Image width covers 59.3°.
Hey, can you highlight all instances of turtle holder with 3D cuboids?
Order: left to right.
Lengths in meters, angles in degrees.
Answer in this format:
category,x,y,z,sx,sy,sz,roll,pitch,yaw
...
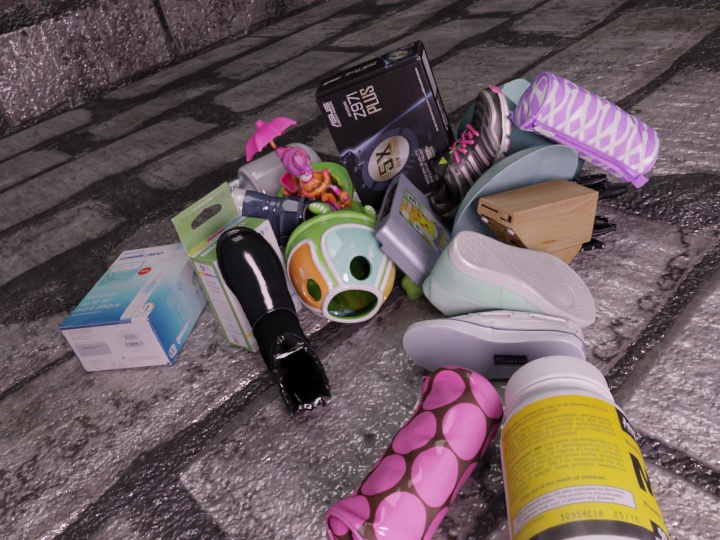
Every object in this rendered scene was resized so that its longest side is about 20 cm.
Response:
category,x,y,z,sx,sy,sz,roll,pitch,yaw
turtle holder,-0.010,0.006,0.849,0.141,0.185,0.133,-42,41,22

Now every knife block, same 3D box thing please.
category,x,y,z,sx,sy,sz,roll,pitch,yaw
knife block,0.259,-0.085,0.815,0.176,0.200,0.064,-53,41,-3

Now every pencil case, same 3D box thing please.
category,x,y,z,sx,sy,sz,roll,pitch,yaw
pencil case,0.047,0.180,0.575,0.093,0.092,0.200,20,48,32
pencil case,0.301,-0.188,0.844,0.198,0.084,0.086,20,54,-13

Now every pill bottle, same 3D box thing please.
category,x,y,z,sx,sy,sz,roll,pitch,yaw
pill bottle,0.171,0.170,0.507,0.113,0.115,0.201,-8,33,12

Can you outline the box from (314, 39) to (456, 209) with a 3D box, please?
category,x,y,z,sx,sy,sz,roll,pitch,yaw
box,0.048,-0.212,0.950,0.162,0.202,0.087,-15,30,18

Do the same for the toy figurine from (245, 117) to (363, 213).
category,x,y,z,sx,sy,sz,roll,pitch,yaw
toy figurine,-0.096,-0.148,0.973,0.150,0.184,0.200,-46,53,-6

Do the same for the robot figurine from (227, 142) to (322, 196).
category,x,y,z,sx,sy,sz,roll,pitch,yaw
robot figurine,-0.147,-0.162,1.166,0.199,0.114,0.170,-30,51,-21

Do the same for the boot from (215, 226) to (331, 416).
category,x,y,z,sx,sy,sz,roll,pitch,yaw
boot,-0.101,0.058,0.734,0.073,0.200,0.163,-24,26,-8

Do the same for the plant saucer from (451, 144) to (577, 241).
category,x,y,z,sx,sy,sz,roll,pitch,yaw
plant saucer,0.196,-0.102,0.846,0.199,0.202,0.039,-25,62,-15

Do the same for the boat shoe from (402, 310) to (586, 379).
category,x,y,z,sx,sy,sz,roll,pitch,yaw
boat shoe,0.149,0.080,0.712,0.197,0.074,0.066,6,32,15

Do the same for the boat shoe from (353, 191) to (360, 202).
category,x,y,z,sx,sy,sz,roll,pitch,yaw
boat shoe,0.043,-0.154,1.111,0.198,0.070,0.071,-27,35,-16

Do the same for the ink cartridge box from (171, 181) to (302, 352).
category,x,y,z,sx,sy,sz,roll,pitch,yaw
ink cartridge box,-0.158,-0.004,0.842,0.059,0.202,0.104,9,39,38

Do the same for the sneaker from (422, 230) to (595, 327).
category,x,y,z,sx,sy,sz,roll,pitch,yaw
sneaker,0.173,0.028,0.757,0.198,0.118,0.074,23,55,-11

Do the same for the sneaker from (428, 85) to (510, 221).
category,x,y,z,sx,sy,sz,roll,pitch,yaw
sneaker,0.145,-0.156,0.881,0.086,0.202,0.074,3,31,-14

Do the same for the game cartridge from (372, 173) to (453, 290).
category,x,y,z,sx,sy,sz,roll,pitch,yaw
game cartridge,0.083,-0.050,0.872,0.040,0.133,0.201,-36,17,25

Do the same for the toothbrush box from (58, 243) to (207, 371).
category,x,y,z,sx,sy,sz,roll,pitch,yaw
toothbrush box,-0.320,0.049,0.945,0.144,0.086,0.201,-6,32,15

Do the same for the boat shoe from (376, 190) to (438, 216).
category,x,y,z,sx,sy,sz,roll,pitch,yaw
boat shoe,0.094,-0.094,0.996,0.197,0.073,0.066,-9,36,12

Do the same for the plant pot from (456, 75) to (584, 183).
category,x,y,z,sx,sy,sz,roll,pitch,yaw
plant pot,0.258,-0.172,0.960,0.197,0.201,0.136,-12,63,5

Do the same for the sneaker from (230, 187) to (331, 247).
category,x,y,z,sx,sy,sz,roll,pitch,yaw
sneaker,-0.111,-0.051,0.956,0.144,0.203,0.078,5,69,2
